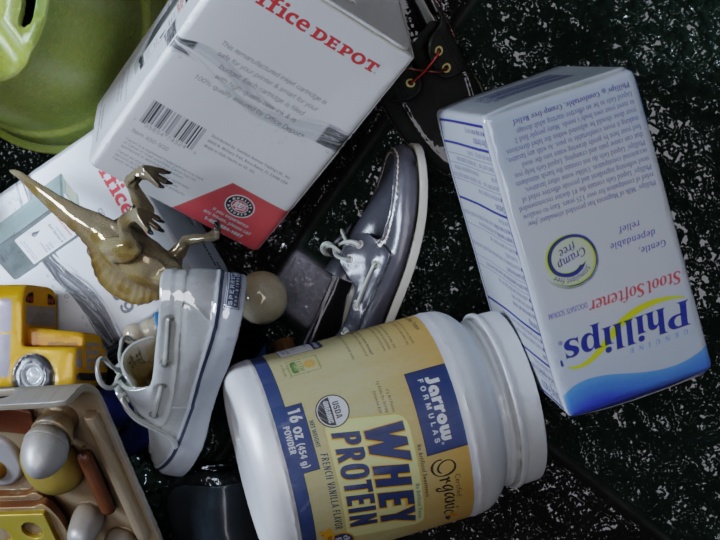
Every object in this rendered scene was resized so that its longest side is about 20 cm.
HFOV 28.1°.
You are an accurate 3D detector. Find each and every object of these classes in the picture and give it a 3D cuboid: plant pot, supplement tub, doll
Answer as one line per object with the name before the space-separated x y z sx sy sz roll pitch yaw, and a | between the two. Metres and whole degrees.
plant pot | -0.253 -0.189 1.047 0.198 0.184 0.203 0 92 10
supplement tub | 0.016 0.111 0.992 0.198 0.144 0.146 -15 90 -11
doll | -0.133 0.071 1.081 0.199 0.136 0.049 -38 46 14

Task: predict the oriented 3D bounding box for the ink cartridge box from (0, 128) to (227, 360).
ink cartridge box | -0.223 0.000 1.100 0.199 0.084 0.147 -33 85 10

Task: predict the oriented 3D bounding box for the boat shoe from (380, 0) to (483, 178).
boat shoe | 0.037 -0.158 1.062 0.073 0.063 0.203 -27 89 7

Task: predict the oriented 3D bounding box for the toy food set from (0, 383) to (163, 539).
toy food set | -0.232 0.163 1.008 0.142 0.061 0.202 -4 125 16

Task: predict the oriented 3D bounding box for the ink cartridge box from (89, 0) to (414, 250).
ink cartridge box | -0.078 -0.134 1.012 0.146 0.083 0.200 28 121 -24

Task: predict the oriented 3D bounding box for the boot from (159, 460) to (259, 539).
boot | -0.097 0.230 1.041 0.076 0.200 0.170 -4 95 -17

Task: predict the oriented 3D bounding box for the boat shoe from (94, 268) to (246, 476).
boat shoe | -0.140 0.070 0.991 0.085 0.075 0.203 11 140 -11

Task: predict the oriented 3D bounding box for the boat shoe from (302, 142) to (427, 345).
boat shoe | 0.000 0.000 1.063 0.062 0.073 0.202 12 100 -15

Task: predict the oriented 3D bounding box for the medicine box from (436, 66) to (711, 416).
medicine box | 0.137 -0.026 0.969 0.102 0.182 0.202 -18 99 -4

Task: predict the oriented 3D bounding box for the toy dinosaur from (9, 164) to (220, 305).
toy dinosaur | -0.161 -0.020 0.992 0.199 0.058 0.101 37 130 -5

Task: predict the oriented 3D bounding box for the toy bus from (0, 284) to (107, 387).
toy bus | -0.285 0.051 1.036 0.197 0.065 0.079 -1 85 12

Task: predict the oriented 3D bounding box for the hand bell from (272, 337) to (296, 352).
hand bell | -0.033 0.149 1.089 0.103 0.104 0.202 -17 77 10
